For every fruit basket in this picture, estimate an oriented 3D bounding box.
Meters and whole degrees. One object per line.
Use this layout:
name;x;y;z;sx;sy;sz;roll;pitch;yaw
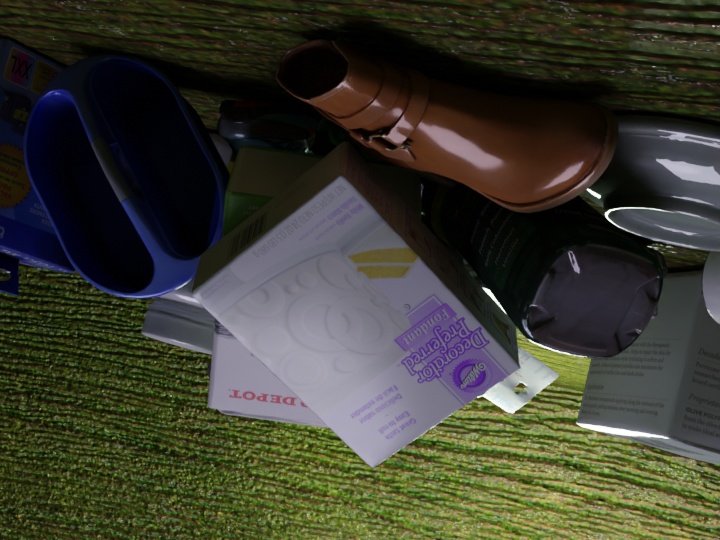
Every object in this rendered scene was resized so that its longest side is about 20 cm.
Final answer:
fruit basket;0.078;0.073;1.174;0.199;0.094;0.185;37;162;4

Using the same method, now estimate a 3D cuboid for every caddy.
caddy;-0.183;-0.074;0.982;0.141;0.201;0.105;-30;171;7

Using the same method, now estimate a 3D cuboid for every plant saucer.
plant saucer;0.226;-0.052;0.856;0.198;0.051;0.200;15;172;2

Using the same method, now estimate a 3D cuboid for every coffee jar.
coffee jar;0.121;-0.024;0.870;0.103;0.086;0.200;13;-159;-28

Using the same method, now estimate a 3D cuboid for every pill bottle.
pill bottle;-0.150;-0.025;1.195;0.108;0.202;0.109;15;172;2

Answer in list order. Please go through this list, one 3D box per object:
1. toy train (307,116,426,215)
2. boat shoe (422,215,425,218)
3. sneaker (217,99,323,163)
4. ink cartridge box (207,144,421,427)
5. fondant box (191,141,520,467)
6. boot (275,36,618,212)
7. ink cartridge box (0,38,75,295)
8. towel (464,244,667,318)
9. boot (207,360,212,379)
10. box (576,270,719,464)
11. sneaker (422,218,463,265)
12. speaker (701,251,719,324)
toy train;0.048;-0.077;0.989;0.199;0.057;0.042;22;131;-19
boat shoe;0.024;-0.058;1.186;0.199;0.069;0.057;9;139;55
sneaker;-0.062;-0.080;1.029;0.079;0.096;0.200;8;171;22
ink cartridge box;-0.038;0.017;0.960;0.144;0.201;0.084;8;-148;-2
fondant box;-0.001;0.029;0.881;0.200;0.144;0.058;45;-158;-22
boot;0.050;-0.099;0.781;0.154;0.074;0.199;26;165;-38
ink cartridge box;-0.303;-0.083;1.071;0.076;0.202;0.136;8;170;41
towel;0.176;-0.003;1.191;0.164;0.086;0.200;16;171;-20
boot;-0.037;0.102;1.229;0.185;0.065;0.200;22;-154;12
box;0.368;0.109;1.280;0.198;0.173;0.199;16;172;-16
sneaker;0.000;0.000;1.044;0.199;0.077;0.090;-9;178;43
speaker;0.364;0.012;0.937;0.081;0.082;0.199;19;172;-32
